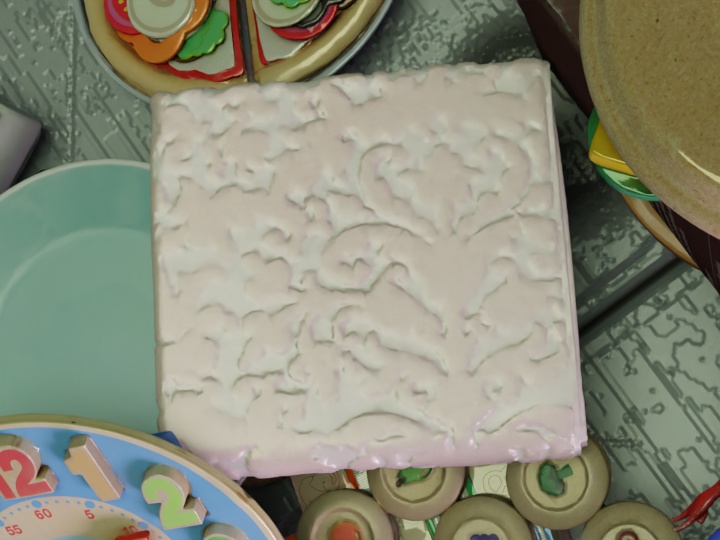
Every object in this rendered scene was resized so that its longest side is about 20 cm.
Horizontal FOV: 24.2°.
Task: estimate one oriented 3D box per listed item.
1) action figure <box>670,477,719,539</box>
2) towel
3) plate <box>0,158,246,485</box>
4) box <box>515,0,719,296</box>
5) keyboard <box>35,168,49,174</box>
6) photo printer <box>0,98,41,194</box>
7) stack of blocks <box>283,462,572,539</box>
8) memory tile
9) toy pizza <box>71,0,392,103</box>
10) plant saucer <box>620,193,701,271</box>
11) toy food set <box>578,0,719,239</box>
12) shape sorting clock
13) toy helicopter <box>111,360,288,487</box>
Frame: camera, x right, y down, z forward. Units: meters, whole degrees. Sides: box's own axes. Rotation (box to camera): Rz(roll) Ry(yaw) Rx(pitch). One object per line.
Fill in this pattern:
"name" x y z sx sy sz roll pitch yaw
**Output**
"action figure" 0.179 0.122 0.749 0.065 0.052 0.200 39 85 0
"towel" 0.000 0.000 0.796 0.200 0.032 0.191 -4 80 2
"plate" -0.129 0.044 0.841 0.200 0.026 0.201 -2 81 13
"box" 0.188 -0.093 0.733 0.164 0.166 0.200 -35 72 5
"keyboard" -0.187 0.050 0.943 0.104 0.040 0.200 31 95 39
"photo printer" -0.295 -0.036 0.955 0.166 0.069 0.200 31 93 16
"stack of blocks" 0.004 0.152 0.858 0.200 0.059 0.115 -24 80 12
"memory tile" 0.075 0.151 0.800 0.153 0.017 0.200 -44 77 8
"toy pizza" -0.071 -0.180 0.910 0.200 0.032 0.201 -4 75 16
"plant saucer" 0.217 -0.089 0.837 0.200 0.032 0.201 -1 85 16
"toy food set" 0.177 -0.098 0.624 0.198 0.049 0.200 19 83 18
"shape sorting clock" -0.128 0.144 0.792 0.200 0.039 0.200 6 125 9
"toy helicopter" -0.044 0.014 0.879 0.132 0.079 0.200 7 83 16
